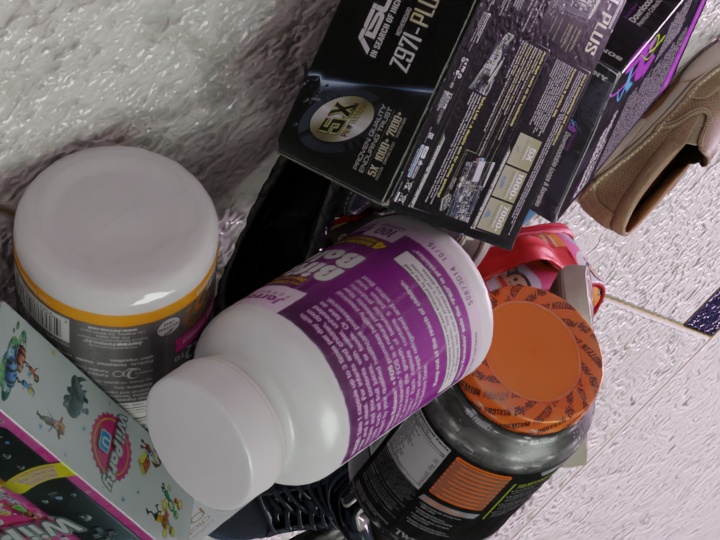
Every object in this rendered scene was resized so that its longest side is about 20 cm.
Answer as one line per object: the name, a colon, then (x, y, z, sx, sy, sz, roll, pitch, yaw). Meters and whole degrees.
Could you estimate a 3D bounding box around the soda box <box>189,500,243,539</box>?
soda box: (-0.127, 0.150, 1.471, 0.200, 0.068, 0.064, -39, 153, -3)

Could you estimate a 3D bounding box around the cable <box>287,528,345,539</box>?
cable: (-0.063, 0.248, 1.665, 0.200, 0.050, 0.097, -27, 173, -2)

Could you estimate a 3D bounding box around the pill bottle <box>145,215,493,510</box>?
pill bottle: (-0.024, 0.054, 1.184, 0.200, 0.112, 0.112, -32, 154, -40)

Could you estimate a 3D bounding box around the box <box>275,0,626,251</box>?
box: (0.062, -0.129, 1.206, 0.164, 0.086, 0.200, 15, 101, -58)

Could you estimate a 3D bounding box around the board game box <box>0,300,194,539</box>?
board game box: (-0.209, 0.111, 1.180, 0.147, 0.064, 0.200, -16, 140, 26)

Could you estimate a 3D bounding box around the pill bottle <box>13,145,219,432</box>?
pill bottle: (-0.144, 0.030, 1.214, 0.116, 0.116, 0.200, -27, 151, -24)

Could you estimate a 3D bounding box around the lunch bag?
lunch bag: (0.073, 0.034, 1.473, 0.200, 0.082, 0.176, -8, 148, -36)

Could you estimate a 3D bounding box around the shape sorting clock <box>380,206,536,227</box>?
shape sorting clock: (0.086, -0.054, 1.466, 0.200, 0.039, 0.200, -30, 151, -18)

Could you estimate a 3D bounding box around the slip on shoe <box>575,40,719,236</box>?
slip on shoe: (0.251, -0.106, 1.571, 0.200, 0.061, 0.076, -38, 153, -4)

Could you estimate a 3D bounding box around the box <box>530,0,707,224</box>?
box: (0.180, -0.139, 1.381, 0.200, 0.036, 0.143, -50, 166, -41)

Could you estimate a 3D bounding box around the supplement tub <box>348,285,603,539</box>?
supplement tub: (0.076, 0.098, 1.351, 0.122, 0.123, 0.200, -22, 161, -31)

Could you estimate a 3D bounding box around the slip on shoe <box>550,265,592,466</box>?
slip on shoe: (0.130, 0.070, 1.433, 0.060, 0.076, 0.200, 0, 146, 2)

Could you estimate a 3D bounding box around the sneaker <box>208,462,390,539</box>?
sneaker: (-0.032, 0.172, 1.508, 0.202, 0.146, 0.077, -22, 112, 8)

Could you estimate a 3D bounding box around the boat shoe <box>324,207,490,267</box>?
boat shoe: (0.000, 0.000, 1.352, 0.200, 0.072, 0.059, -27, 166, 36)

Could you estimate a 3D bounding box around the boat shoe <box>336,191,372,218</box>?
boat shoe: (0.058, -0.095, 1.337, 0.200, 0.062, 0.075, -37, 163, -4)

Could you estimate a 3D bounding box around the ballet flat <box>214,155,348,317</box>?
ballet flat: (-0.051, -0.023, 1.262, 0.057, 0.066, 0.200, 31, 79, -63)
